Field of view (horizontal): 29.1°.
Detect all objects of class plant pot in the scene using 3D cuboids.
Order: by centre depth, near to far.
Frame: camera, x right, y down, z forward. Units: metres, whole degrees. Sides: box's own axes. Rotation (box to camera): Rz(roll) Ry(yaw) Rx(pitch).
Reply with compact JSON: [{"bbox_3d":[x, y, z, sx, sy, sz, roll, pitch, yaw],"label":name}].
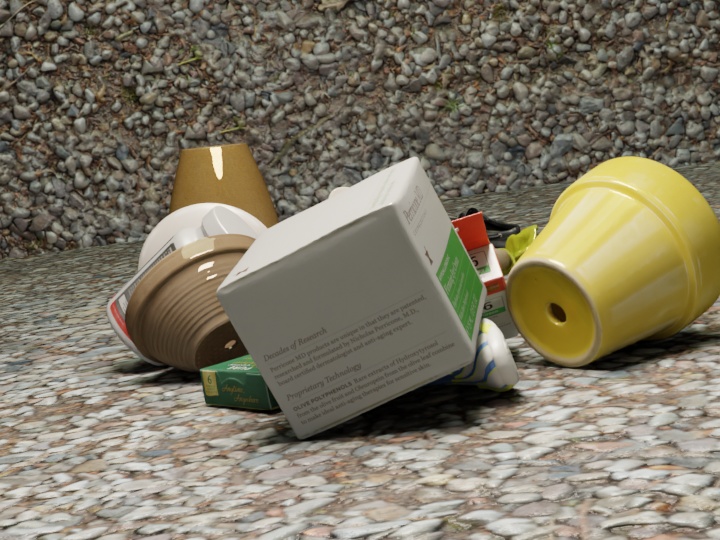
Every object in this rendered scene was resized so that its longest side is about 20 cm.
[{"bbox_3d":[0.262,0.005,1.497,0.189,0.201,0.200,-33,21,-35],"label":"plant pot"},{"bbox_3d":[-0.175,0.059,1.680,0.200,0.201,0.093,-12,49,-31],"label":"plant pot"},{"bbox_3d":[-0.197,-0.075,1.952,0.186,0.201,0.186,-7,6,1],"label":"plant pot"}]

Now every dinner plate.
[{"bbox_3d":[-0.198,0.009,1.846,0.199,0.201,0.024,-7,17,5],"label":"dinner plate"}]

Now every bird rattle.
[{"bbox_3d":[0.145,-0.014,1.888,0.200,0.113,0.163,4,-3,42],"label":"bird rattle"}]

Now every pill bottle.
[{"bbox_3d":[-0.221,0.018,1.777,0.200,0.116,0.116,-43,-1,14],"label":"pill bottle"}]

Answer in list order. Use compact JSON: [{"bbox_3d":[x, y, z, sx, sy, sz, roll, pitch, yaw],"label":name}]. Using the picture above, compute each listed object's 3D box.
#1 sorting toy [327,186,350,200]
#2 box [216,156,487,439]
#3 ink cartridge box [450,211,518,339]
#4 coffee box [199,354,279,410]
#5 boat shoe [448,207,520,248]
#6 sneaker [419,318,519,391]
[{"bbox_3d":[0.010,-0.042,2.079,0.107,0.181,0.200,-1,11,44],"label":"sorting toy"},{"bbox_3d":[-0.001,0.022,1.356,0.200,0.172,0.199,-27,12,16],"label":"box"},{"bbox_3d":[0.103,0.022,1.509,0.109,0.050,0.200,-18,-33,4],"label":"ink cartridge box"},{"bbox_3d":[-0.065,0.109,1.539,0.200,0.044,0.123,-14,9,-43],"label":"coffee box"},{"bbox_3d":[0.196,-0.074,2.362,0.074,0.066,0.199,-28,36,-33],"label":"boat shoe"},{"bbox_3d":[0.092,0.098,1.417,0.105,0.076,0.200,-24,6,-7],"label":"sneaker"}]
